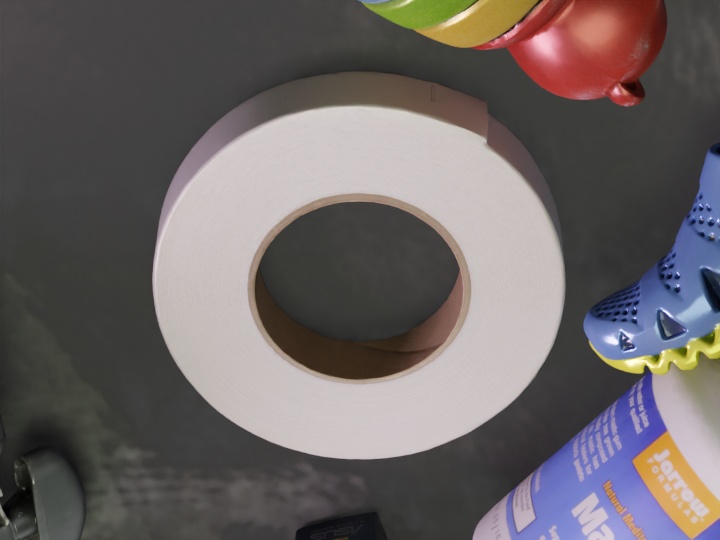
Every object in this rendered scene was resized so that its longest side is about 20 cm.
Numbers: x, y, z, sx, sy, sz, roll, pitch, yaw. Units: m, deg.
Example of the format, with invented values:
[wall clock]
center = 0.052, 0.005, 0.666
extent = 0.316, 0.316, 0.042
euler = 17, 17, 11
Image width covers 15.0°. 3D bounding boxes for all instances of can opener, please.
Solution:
[can opener]
center = -0.184, 0.066, 1.359
extent = 0.067, 0.053, 0.201
euler = -23, 125, -23

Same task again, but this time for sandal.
[sandal]
center = 0.185, -0.026, 1.279
extent = 0.200, 0.080, 0.087
euler = -34, 106, 13

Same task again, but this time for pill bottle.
[pill bottle]
center = 0.159, 0.108, 1.335
extent = 0.112, 0.112, 0.200
euler = 37, 116, -20

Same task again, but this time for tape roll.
[tape roll]
center = 0.000, 0.000, 1.314
extent = 0.202, 0.037, 0.204
euler = 1, 122, 1

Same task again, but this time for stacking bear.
[stacking bear]
center = 0.054, -0.147, 1.184
extent = 0.200, 0.122, 0.114
euler = 34, 115, -27

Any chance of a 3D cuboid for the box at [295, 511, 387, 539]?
[box]
center = 0.014, 0.250, 1.399
extent = 0.051, 0.158, 0.201
euler = -15, 122, 9
